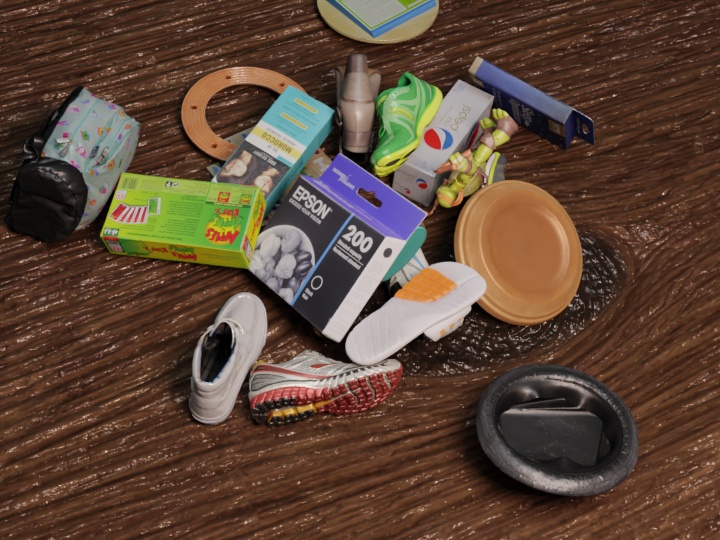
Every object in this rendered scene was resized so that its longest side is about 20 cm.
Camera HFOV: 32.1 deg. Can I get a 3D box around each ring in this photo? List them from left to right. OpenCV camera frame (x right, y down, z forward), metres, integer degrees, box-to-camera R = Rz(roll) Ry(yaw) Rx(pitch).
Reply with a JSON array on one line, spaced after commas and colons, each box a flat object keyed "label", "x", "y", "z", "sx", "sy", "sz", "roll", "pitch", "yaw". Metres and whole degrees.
[{"label": "ring", "x": -0.165, "y": -0.226, "z": 1.847, "sx": 0.198, "sy": 0.019, "sz": 0.202, "roll": 4, "pitch": 53, "yaw": -5}]

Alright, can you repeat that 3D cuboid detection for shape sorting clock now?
[{"label": "shape sorting clock", "x": 0.028, "y": -0.433, "z": 2.028, "sx": 0.198, "sy": 0.039, "sz": 0.201, "roll": 3, "pitch": 53, "yaw": -4}]

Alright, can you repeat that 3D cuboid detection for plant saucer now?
[{"label": "plant saucer", "x": 0.220, "y": -0.028, "z": 1.687, "sx": 0.198, "sy": 0.037, "sz": 0.202, "roll": 6, "pitch": 75, "yaw": -24}]

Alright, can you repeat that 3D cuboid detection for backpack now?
[{"label": "backpack", "x": -0.384, "y": -0.147, "z": 1.689, "sx": 0.126, "sy": 0.167, "sz": 0.201, "roll": 30, "pitch": 48, "yaw": -9}]

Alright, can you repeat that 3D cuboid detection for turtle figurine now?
[{"label": "turtle figurine", "x": 0.152, "y": -0.143, "z": 1.709, "sx": 0.064, "sy": 0.200, "sz": 0.162, "roll": 35, "pitch": 74, "yaw": 7}]

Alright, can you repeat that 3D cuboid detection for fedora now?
[{"label": "fedora", "x": 0.233, "y": 0.210, "z": 1.526, "sx": 0.198, "sy": 0.092, "sz": 0.202, "roll": 4, "pitch": 52, "yaw": -5}]

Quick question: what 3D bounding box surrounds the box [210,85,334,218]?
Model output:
[{"label": "box", "x": -0.123, "y": -0.164, "z": 1.761, "sx": 0.082, "sy": 0.049, "sz": 0.201, "roll": 30, "pitch": 63, "yaw": 9}]

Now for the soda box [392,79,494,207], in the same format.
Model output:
[{"label": "soda box", "x": 0.122, "y": -0.189, "z": 1.834, "sx": 0.063, "sy": 0.068, "sz": 0.200, "roll": 28, "pitch": 54, "yaw": 14}]

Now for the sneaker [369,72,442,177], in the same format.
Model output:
[{"label": "sneaker", "x": 0.047, "y": -0.203, "z": 1.739, "sx": 0.083, "sy": 0.074, "sz": 0.201, "roll": 37, "pitch": 44, "yaw": -9}]

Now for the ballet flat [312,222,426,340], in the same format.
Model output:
[{"label": "ballet flat", "x": 0.000, "y": 0.000, "z": 1.636, "sx": 0.200, "sy": 0.068, "sz": 0.072, "roll": -51, "pitch": 49, "yaw": 3}]

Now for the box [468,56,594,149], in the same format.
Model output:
[{"label": "box", "x": 0.256, "y": -0.241, "z": 1.863, "sx": 0.199, "sy": 0.121, "sz": 0.033, "roll": 31, "pitch": 85, "yaw": 16}]

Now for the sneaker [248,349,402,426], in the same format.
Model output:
[{"label": "sneaker", "x": -0.044, "y": 0.131, "z": 1.557, "sx": 0.198, "sy": 0.078, "sz": 0.083, "roll": -6, "pitch": 52, "yaw": -13}]

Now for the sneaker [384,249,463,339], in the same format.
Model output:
[{"label": "sneaker", "x": 0.057, "y": 0.009, "z": 1.668, "sx": 0.072, "sy": 0.072, "sz": 0.200, "roll": -19, "pitch": 56, "yaw": -37}]

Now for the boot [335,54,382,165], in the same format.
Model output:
[{"label": "boot", "x": -0.007, "y": -0.227, "z": 1.828, "sx": 0.069, "sy": 0.200, "sz": 0.148, "roll": 2, "pitch": 87, "yaw": 4}]

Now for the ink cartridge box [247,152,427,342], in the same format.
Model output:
[{"label": "ink cartridge box", "x": -0.038, "y": -0.041, "z": 1.612, "sx": 0.198, "sy": 0.043, "sz": 0.201, "roll": 36, "pitch": 92, "yaw": 42}]

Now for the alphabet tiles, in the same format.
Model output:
[{"label": "alphabet tiles", "x": -0.118, "y": -0.136, "z": 1.798, "sx": 0.166, "sy": 0.006, "sz": 0.200, "roll": -27, "pitch": 60, "yaw": -26}]

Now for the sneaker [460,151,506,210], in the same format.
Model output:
[{"label": "sneaker", "x": 0.189, "y": -0.085, "z": 1.774, "sx": 0.080, "sy": 0.074, "sz": 0.201, "roll": 25, "pitch": 50, "yaw": -13}]

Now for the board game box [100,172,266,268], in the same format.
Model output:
[{"label": "board game box", "x": -0.235, "y": -0.067, "z": 1.665, "sx": 0.198, "sy": 0.048, "sz": 0.102, "roll": 6, "pitch": 62, "yaw": 13}]

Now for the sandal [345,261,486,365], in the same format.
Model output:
[{"label": "sandal", "x": 0.067, "y": 0.063, "z": 1.583, "sx": 0.206, "sy": 0.059, "sz": 0.079, "roll": -32, "pitch": 56, "yaw": -18}]

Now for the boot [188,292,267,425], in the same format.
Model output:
[{"label": "boot", "x": -0.162, "y": 0.089, "z": 1.561, "sx": 0.073, "sy": 0.096, "sz": 0.201, "roll": 13, "pitch": 52, "yaw": 2}]
